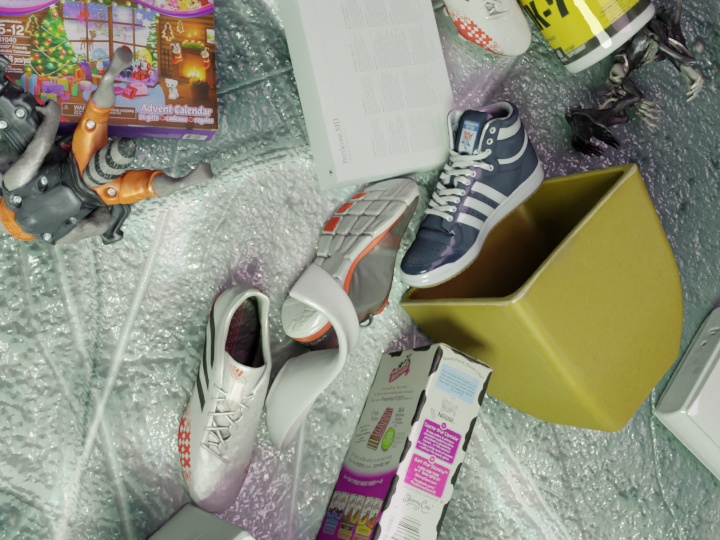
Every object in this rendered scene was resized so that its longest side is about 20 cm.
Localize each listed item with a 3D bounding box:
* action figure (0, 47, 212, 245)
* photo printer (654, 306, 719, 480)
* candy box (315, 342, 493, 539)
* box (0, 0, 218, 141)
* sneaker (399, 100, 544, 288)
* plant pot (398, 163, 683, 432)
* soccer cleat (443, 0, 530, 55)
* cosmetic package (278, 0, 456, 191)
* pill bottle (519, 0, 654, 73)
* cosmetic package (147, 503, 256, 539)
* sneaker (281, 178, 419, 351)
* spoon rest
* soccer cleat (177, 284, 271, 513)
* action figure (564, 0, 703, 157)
[{"bbox_3d":[-0.243,-0.094,0.772,0.200,0.192,0.105,48,29,-25],"label":"action figure"},{"bbox_3d":[0.445,0.164,1.100,0.200,0.069,0.167,44,68,-12],"label":"photo printer"},{"bbox_3d":[0.037,0.173,0.879,0.060,0.136,0.202,25,74,-16],"label":"candy box"},{"bbox_3d":[-0.229,-0.192,0.867,0.197,0.039,0.139,-1,82,-24],"label":"box"},{"bbox_3d":[0.095,-0.081,0.932,0.200,0.070,0.109,-44,129,-24],"label":"sneaker"},{"bbox_3d":[0.198,0.045,0.948,0.195,0.194,0.201,-43,107,-23],"label":"plant pot"},{"bbox_3d":[0.113,-0.306,1.002,0.200,0.085,0.069,47,68,-11],"label":"soccer cleat"},{"bbox_3d":[0.012,-0.192,0.968,0.149,0.052,0.203,-12,88,-28],"label":"cosmetic package"},{"bbox_3d":[0.217,-0.327,1.045,0.114,0.114,0.201,-41,99,-23],"label":"pill bottle"},{"bbox_3d":[-0.125,0.307,0.753,0.166,0.200,0.168,-41,100,-22],"label":"cosmetic package"},{"bbox_3d":[0.000,0.000,0.938,0.201,0.077,0.082,-54,129,-19],"label":"sneaker"},{"bbox_3d":[-0.041,0.084,0.836,0.060,0.201,0.100,26,48,11],"label":"spoon rest"},{"bbox_3d":[-0.114,0.110,0.849,0.068,0.085,0.203,14,77,-22],"label":"soccer cleat"},{"bbox_3d":[0.316,-0.209,1.076,0.102,0.119,0.200,41,78,4],"label":"action figure"}]
